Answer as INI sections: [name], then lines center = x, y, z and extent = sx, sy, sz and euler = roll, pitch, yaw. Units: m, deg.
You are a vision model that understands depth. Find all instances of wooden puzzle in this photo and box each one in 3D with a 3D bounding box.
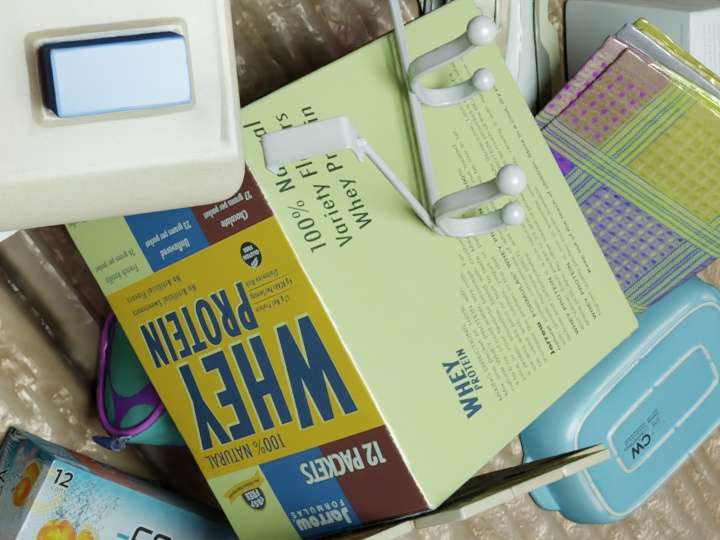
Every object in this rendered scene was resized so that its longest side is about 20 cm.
[wooden puzzle]
center = -0.139, -0.107, 0.630
extent = 0.185, 0.046, 0.201
euler = -9, 109, -16

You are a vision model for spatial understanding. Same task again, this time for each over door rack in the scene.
[over door rack]
center = 0.017, -0.099, 0.688
extent = 0.200, 0.066, 0.148
euler = 17, 59, -64

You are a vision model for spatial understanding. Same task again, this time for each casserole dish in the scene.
[casserole dish]
center = 0.191, 0.087, 1.090
extent = 0.200, 0.039, 0.121
euler = -41, 119, -18

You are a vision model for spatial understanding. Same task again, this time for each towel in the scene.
[towel]
center = 0.149, -0.045, 0.941
extent = 0.143, 0.200, 0.023
euler = 31, 44, -13

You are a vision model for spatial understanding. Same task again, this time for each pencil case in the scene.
[pencil case]
center = -0.048, 0.077, 0.899
extent = 0.200, 0.092, 0.085
euler = 21, 89, -36

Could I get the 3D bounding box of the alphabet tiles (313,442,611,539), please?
[alphabet tiles]
center = 0.021, 0.121, 0.804
extent = 0.166, 0.200, 0.006
euler = -14, 83, -40

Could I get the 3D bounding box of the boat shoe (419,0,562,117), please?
[boat shoe]
center = 0.064, -0.170, 0.924
extent = 0.068, 0.075, 0.201
euler = -18, 103, -23

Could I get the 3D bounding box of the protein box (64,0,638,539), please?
[protein box]
center = 0.000, 0.000, 0.817
extent = 0.200, 0.135, 0.199
euler = -34, 98, -46

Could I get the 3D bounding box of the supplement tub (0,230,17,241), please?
[supplement tub]
center = -0.225, -0.105, 0.709
extent = 0.144, 0.145, 0.200
euler = -30, 116, -24

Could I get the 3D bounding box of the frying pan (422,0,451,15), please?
[frying pan]
center = 0.074, -0.231, 0.867
extent = 0.031, 0.115, 0.191
euler = -26, 107, -66

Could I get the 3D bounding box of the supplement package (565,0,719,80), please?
[supplement package]
center = 0.243, -0.123, 1.027
extent = 0.200, 0.117, 0.118
euler = -14, 108, -29

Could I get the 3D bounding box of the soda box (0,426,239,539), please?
[soda box]
center = -0.113, 0.155, 0.892
extent = 0.200, 0.064, 0.069
euler = 29, 85, -35
